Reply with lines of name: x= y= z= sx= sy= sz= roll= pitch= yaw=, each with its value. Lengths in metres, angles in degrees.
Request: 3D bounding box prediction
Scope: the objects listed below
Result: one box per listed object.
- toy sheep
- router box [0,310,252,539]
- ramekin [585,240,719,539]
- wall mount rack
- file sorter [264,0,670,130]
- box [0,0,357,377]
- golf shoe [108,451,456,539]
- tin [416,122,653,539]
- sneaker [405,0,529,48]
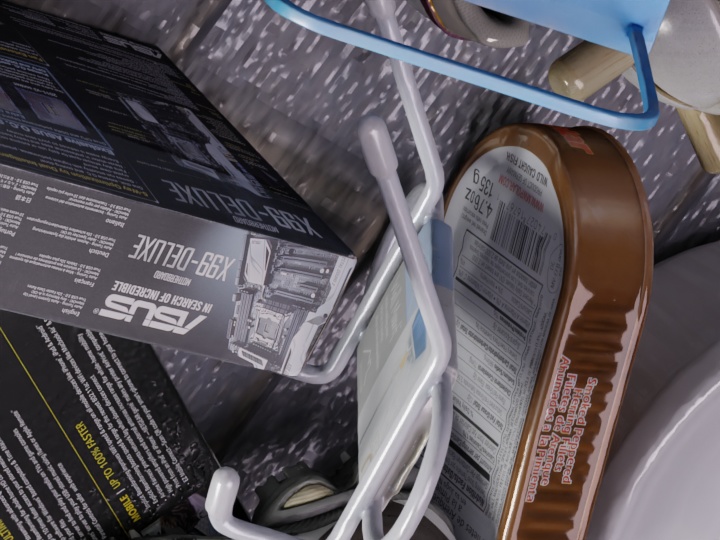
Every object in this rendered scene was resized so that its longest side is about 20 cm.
toy sheep: x=0.149 y=-0.112 z=1.094 sx=0.200 sy=0.138 sz=0.138 roll=-36 pitch=134 yaw=-28
router box: x=-0.134 y=0.075 z=1.092 sx=0.149 sy=0.051 sz=0.200 roll=-33 pitch=133 yaw=-9
ramekin: x=0.160 y=0.077 z=1.250 sx=0.202 sy=0.094 sz=0.203 roll=-16 pitch=127 yaw=-23
wall mount rack: x=0.000 y=0.000 z=1.052 sx=0.074 sy=0.200 sz=0.174 roll=20 pitch=119 yaw=-13
file sorter: x=0.060 y=-0.161 z=0.914 sx=0.138 sy=0.123 sz=0.200 roll=17 pitch=112 yaw=-5
box: x=-0.120 y=-0.042 z=0.955 sx=0.200 sy=0.158 sz=0.050 roll=15 pitch=111 yaw=-38
golf shoe: x=-0.050 y=0.138 z=1.091 sx=0.200 sy=0.095 sz=0.078 roll=-26 pitch=137 yaw=-13
tin: x=0.056 y=0.040 z=1.142 sx=0.042 sy=0.112 sz=0.200 roll=6 pitch=107 yaw=-24
sneaker: x=0.058 y=-0.175 z=1.022 sx=0.075 sy=0.090 sz=0.200 roll=-5 pitch=123 yaw=-29
